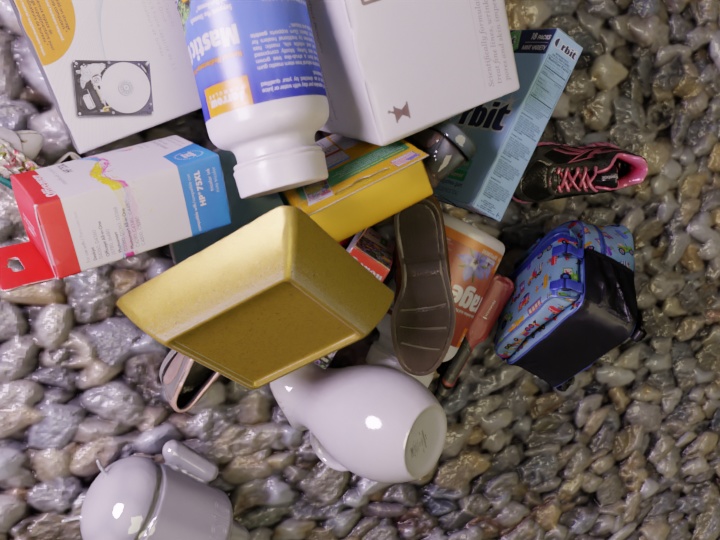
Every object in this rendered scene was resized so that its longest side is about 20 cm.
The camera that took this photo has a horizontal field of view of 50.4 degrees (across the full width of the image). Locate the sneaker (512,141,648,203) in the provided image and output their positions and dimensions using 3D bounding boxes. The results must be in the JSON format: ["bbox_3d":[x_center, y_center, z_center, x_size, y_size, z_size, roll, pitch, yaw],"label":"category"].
[{"bbox_3d":[0.286,-0.126,0.990,0.197,0.095,0.080,-13,111,-21],"label":"sneaker"}]

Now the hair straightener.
[{"bbox_3d":[0.134,0.091,0.984,0.040,0.077,0.202,20,100,-11],"label":"hair straightener"}]

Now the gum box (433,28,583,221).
[{"bbox_3d":[0.139,-0.170,0.862,0.044,0.170,0.202,25,93,-28],"label":"gum box"}]

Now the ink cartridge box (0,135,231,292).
[{"bbox_3d":[-0.229,-0.056,0.672,0.198,0.116,0.068,-21,117,-27],"label":"ink cartridge box"}]

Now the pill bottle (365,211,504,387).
[{"bbox_3d":[0.085,0.037,0.927,0.111,0.112,0.202,24,93,-29],"label":"pill bottle"}]

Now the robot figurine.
[{"bbox_3d":[-0.221,0.277,0.843,0.199,0.112,0.171,33,68,-29],"label":"robot figurine"}]

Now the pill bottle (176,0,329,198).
[{"bbox_3d":[-0.090,-0.171,0.671,0.111,0.112,0.203,-14,94,-22],"label":"pill bottle"}]

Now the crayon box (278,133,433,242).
[{"bbox_3d":[-0.012,-0.087,0.755,0.125,0.200,0.052,-27,115,-6],"label":"crayon box"}]

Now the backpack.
[{"bbox_3d":[0.260,0.020,0.969,0.133,0.183,0.202,25,50,-12],"label":"backpack"}]

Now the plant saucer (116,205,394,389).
[{"bbox_3d":[-0.089,0.045,0.719,0.198,0.049,0.200,-27,143,18],"label":"plant saucer"}]

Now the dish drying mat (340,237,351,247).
[{"bbox_3d":[-0.059,0.006,0.852,0.201,0.018,0.077,-57,164,-2],"label":"dish drying mat"}]

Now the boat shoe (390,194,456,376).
[{"bbox_3d":[0.071,0.012,0.841,0.071,0.068,0.203,3,107,7],"label":"boat shoe"}]

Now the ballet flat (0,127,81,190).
[{"bbox_3d":[-0.303,-0.093,0.729,0.199,0.075,0.065,35,78,-38],"label":"ballet flat"}]

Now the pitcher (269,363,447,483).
[{"bbox_3d":[0.002,0.183,0.878,0.121,0.198,0.173,-41,128,-35],"label":"pitcher"}]

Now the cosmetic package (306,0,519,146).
[{"bbox_3d":[0.028,-0.239,0.771,0.163,0.200,0.167,-24,114,-18],"label":"cosmetic package"}]

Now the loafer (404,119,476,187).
[{"bbox_3d":[0.056,-0.126,0.820,0.072,0.200,0.063,39,88,-17],"label":"loafer"}]

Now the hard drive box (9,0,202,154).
[{"bbox_3d":[-0.209,-0.224,0.731,0.198,0.077,0.158,-26,114,-18],"label":"hard drive box"}]

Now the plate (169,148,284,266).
[{"bbox_3d":[-0.117,-0.048,0.854,0.198,0.026,0.203,-7,107,-23],"label":"plate"}]

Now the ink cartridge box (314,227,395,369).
[{"bbox_3d":[0.000,0.000,0.844,0.050,0.109,0.201,32,107,-4],"label":"ink cartridge box"}]

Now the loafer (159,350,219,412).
[{"bbox_3d":[-0.146,0.068,0.826,0.071,0.063,0.201,30,105,-31],"label":"loafer"}]
